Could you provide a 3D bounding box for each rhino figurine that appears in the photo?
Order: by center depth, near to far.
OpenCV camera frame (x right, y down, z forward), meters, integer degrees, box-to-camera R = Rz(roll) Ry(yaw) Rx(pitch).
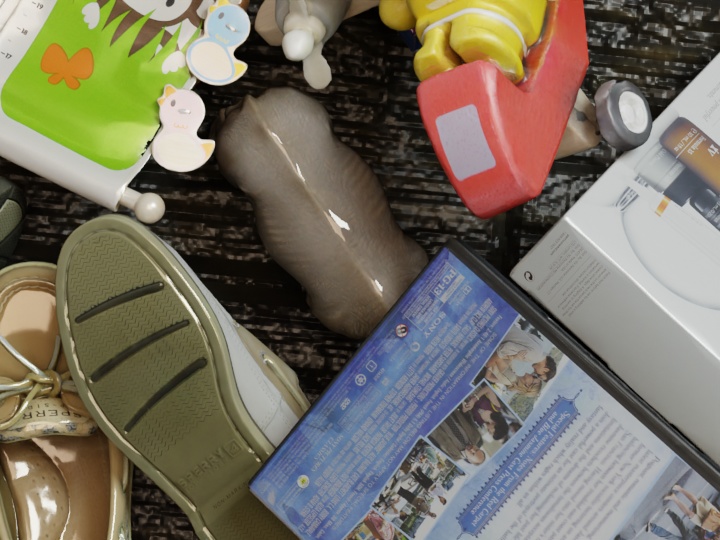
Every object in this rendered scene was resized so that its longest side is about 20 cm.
[{"bbox_3d":[0.000,0.000,1.354,0.060,0.087,0.200,-35,86,-4],"label":"rhino figurine"}]

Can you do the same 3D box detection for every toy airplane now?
[{"bbox_3d":[0.051,-0.146,1.282,0.199,0.141,0.200,42,105,45],"label":"toy airplane"}]

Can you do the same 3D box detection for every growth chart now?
[{"bbox_3d":[-0.112,-0.130,1.353,0.144,0.018,0.200,17,81,12],"label":"growth chart"}]

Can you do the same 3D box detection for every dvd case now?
[{"bbox_3d":[0.064,0.101,1.255,0.200,0.018,0.143,42,97,23],"label":"dvd case"}]

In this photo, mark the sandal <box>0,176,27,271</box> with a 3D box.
[{"bbox_3d":[-0.240,0.013,1.355,0.201,0.080,0.057,-33,71,-4],"label":"sandal"}]

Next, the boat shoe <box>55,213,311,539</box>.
[{"bbox_3d":[-0.068,0.061,1.345,0.075,0.068,0.200,-29,96,18],"label":"boat shoe"}]

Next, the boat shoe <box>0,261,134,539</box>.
[{"bbox_3d":[-0.134,0.092,1.352,0.073,0.063,0.200,-12,83,-2],"label":"boat shoe"}]

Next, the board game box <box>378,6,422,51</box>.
[{"bbox_3d":[0.043,-0.242,1.406,0.200,0.043,0.199,-38,85,-5],"label":"board game box"}]

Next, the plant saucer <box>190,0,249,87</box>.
[{"bbox_3d":[-0.146,-0.159,1.395,0.200,0.037,0.201,0,84,-2],"label":"plant saucer"}]

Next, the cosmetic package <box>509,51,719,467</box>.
[{"bbox_3d":[0.176,-0.007,1.322,0.151,0.052,0.200,44,44,1],"label":"cosmetic package"}]
